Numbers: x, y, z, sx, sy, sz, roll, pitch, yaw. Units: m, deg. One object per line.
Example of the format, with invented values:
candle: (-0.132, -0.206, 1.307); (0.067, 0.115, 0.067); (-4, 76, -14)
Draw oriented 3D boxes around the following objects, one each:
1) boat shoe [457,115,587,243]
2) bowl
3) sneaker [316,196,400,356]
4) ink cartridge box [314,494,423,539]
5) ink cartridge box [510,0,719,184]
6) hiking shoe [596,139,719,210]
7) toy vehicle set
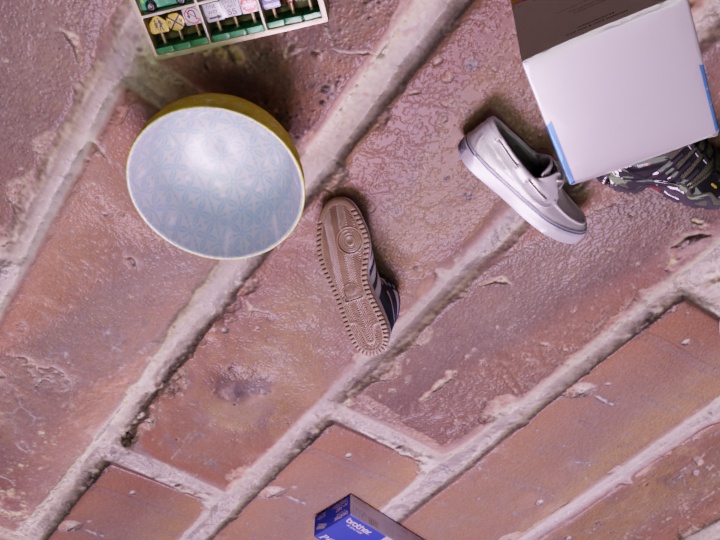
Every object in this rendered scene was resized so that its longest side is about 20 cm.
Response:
boat shoe: (0.205, -0.104, 0.991); (0.199, 0.074, 0.065); (31, 129, -24)
bowl: (-0.156, -0.123, 0.962); (0.197, 0.109, 0.202); (1, 130, 1)
sneaker: (0.000, 0.000, 1.097); (0.069, 0.108, 0.203); (-13, 99, 15)
ink cartridge box: (0.020, 0.476, 1.504); (0.094, 0.045, 0.199); (-37, 120, 26)
ink cartridge box: (0.233, -0.217, 0.811); (0.143, 0.202, 0.148); (-19, 128, 20)
hiking shoe: (0.366, -0.133, 0.960); (0.196, 0.076, 0.102); (6, 134, -2)
toy vehicle set: (-0.140, -0.296, 0.868); (0.197, 0.027, 0.125); (-10, 129, 10)
